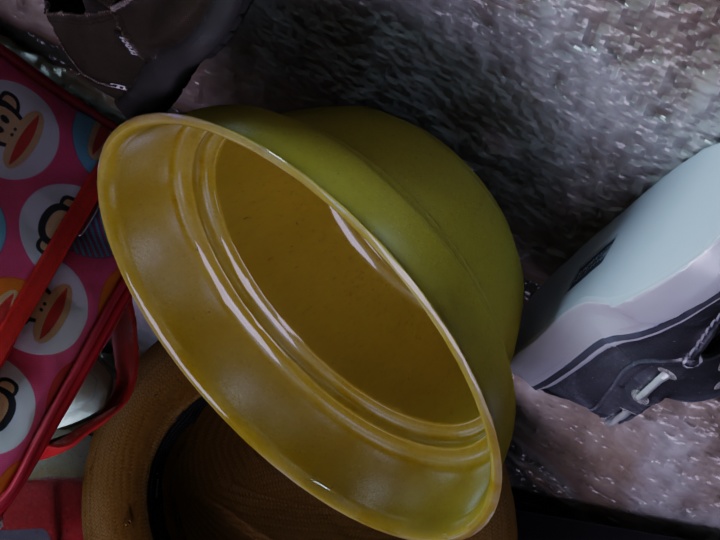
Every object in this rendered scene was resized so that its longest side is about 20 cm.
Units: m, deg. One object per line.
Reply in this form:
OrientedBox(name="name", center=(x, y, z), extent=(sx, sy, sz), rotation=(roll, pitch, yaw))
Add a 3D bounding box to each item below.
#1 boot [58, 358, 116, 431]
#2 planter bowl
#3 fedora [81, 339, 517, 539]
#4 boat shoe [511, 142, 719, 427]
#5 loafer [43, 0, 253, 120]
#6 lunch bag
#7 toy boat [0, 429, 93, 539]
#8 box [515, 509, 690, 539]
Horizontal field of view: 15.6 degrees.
OrientedBox(name="boot", center=(-0.195, 0.079, 1.362), extent=(0.199, 0.070, 0.146), rotation=(9, 155, 22))
OrientedBox(name="planter bowl", center=(0.000, 0.000, 0.989), extent=(0.200, 0.083, 0.201), rotation=(35, 151, 23))
OrientedBox(name="fedora", center=(-0.023, 0.109, 1.167), extent=(0.200, 0.201, 0.082), rotation=(24, -178, 11))
OrientedBox(name="boat shoe", center=(0.116, 0.015, 0.949), extent=(0.068, 0.072, 0.200), rotation=(35, 154, -6))
OrientedBox(name="loafer", center=(-0.072, -0.110, 0.917), extent=(0.071, 0.073, 0.200), rotation=(32, 152, -8))
OrientedBox(name="lunch bag", center=(-0.171, 0.012, 1.077), extent=(0.176, 0.200, 0.082), rotation=(35, 153, -15))
OrientedBox(name="toy boat", center=(-0.180, 0.159, 1.295), extent=(0.130, 0.131, 0.200), rotation=(-3, 164, -12))
OrientedBox(name="box", center=(0.150, 0.219, 1.194), extent=(0.199, 0.123, 0.199), rotation=(7, 146, 33))
